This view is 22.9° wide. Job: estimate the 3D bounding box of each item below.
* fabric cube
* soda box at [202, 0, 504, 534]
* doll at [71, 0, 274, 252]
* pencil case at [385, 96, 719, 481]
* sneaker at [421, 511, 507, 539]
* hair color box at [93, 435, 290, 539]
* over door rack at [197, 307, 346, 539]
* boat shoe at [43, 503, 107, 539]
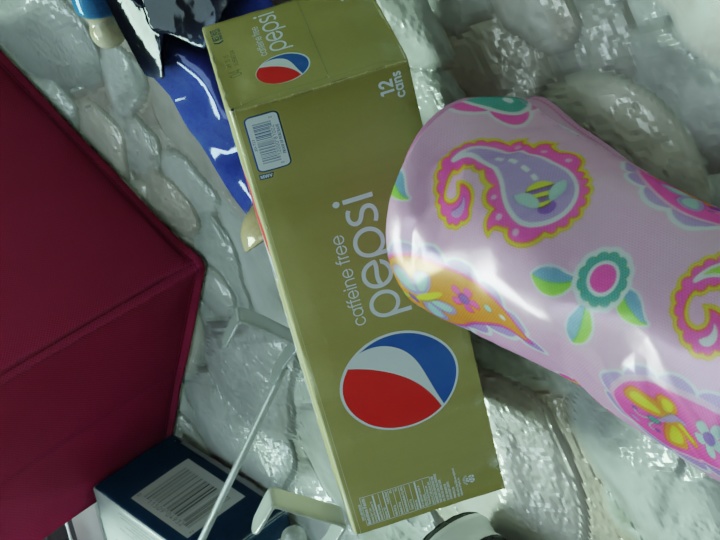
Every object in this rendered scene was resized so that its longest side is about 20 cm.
[{"bbox_3d":[-0.225,0.034,0.921,0.196,0.199,0.200,45,148,21],"label":"fabric cube"},{"bbox_3d":[0.000,0.000,0.664,0.068,0.064,0.200,-112,6,-55],"label":"soda box"},{"bbox_3d":[-0.070,-0.111,0.713,0.200,0.048,0.136,56,139,-1],"label":"doll"},{"bbox_3d":[0.101,0.012,0.555,0.200,0.087,0.087,30,140,37],"label":"pencil case"},{"bbox_3d":[0.060,0.215,0.770,0.115,0.076,0.201,29,121,36],"label":"sneaker"},{"bbox_3d":[-0.079,0.200,0.998,0.100,0.061,0.200,28,138,39],"label":"hair color box"},{"bbox_3d":[-0.041,0.142,0.812,0.148,0.067,0.200,-109,29,-57],"label":"over door rack"},{"bbox_3d":[-0.174,0.190,1.052,0.072,0.068,0.200,81,174,-80],"label":"boat shoe"}]
